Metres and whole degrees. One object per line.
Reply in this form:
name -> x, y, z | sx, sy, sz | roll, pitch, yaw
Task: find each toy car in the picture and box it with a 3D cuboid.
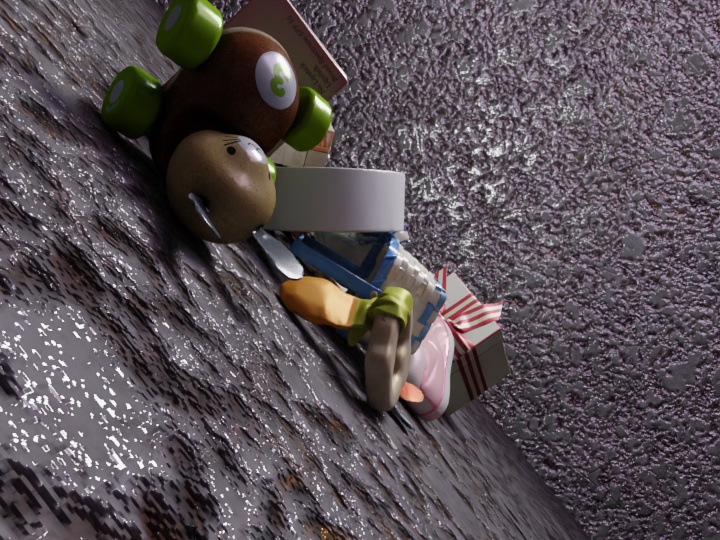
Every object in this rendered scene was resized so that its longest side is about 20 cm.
toy car -> -0.102, -0.087, 0.499 | 0.163, 0.157, 0.203 | 29, 29, -44

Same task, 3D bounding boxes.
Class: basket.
basket -> 0.002, 0.013, 0.775 | 0.198, 0.141, 0.176 | 34, 5, -5

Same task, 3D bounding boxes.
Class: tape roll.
tape roll -> -0.042, -0.087, 0.768 | 0.203, 0.196, 0.073 | -97, -171, -84

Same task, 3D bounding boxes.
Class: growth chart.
growth chart -> 0.000, 0.000, 0.933 | 0.198, 0.018, 0.147 | 32, -32, 24

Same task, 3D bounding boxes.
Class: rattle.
rattle -> -0.002, 0.099, 0.682 | 0.201, 0.138, 0.134 | 76, 10, -63

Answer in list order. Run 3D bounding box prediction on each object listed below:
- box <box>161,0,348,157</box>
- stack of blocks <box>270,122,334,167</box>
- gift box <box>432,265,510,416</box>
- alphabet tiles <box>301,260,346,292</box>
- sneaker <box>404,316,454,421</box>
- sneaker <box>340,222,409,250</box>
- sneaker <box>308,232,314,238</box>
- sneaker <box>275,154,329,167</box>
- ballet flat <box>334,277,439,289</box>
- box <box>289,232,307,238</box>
box -> -0.128, -0.192, 0.677 | 0.128, 0.199, 0.109 | 47, 4, -19
stack of blocks -> -0.141, -0.196, 0.801 | 0.194, 0.060, 0.116 | 9, 31, -19
gift box -> 0.174, 0.123, 1.161 | 0.185, 0.198, 0.188 | 48, -8, 41
alphabet tiles -> -0.043, 0.029, 1.028 | 0.197, 0.015, 0.200 | 50, 3, -10
sneaker -> 0.081, 0.114, 0.908 | 0.104, 0.075, 0.202 | 43, 30, -22
sneaker -> 0.019, -0.045, 0.939 | 0.090, 0.074, 0.200 | 63, -14, 7
sneaker -> -0.051, -0.069, 1.020 | 0.090, 0.073, 0.200 | 60, -3, 11
sneaker -> -0.140, -0.194, 0.913 | 0.194, 0.083, 0.083 | 3, 11, -18
ballet flat -> 0.044, 0.011, 1.000 | 0.195, 0.076, 0.074 | 16, 1, 4
box -> -0.173, -0.144, 1.057 | 0.200, 0.021, 0.164 | 47, 4, -25
